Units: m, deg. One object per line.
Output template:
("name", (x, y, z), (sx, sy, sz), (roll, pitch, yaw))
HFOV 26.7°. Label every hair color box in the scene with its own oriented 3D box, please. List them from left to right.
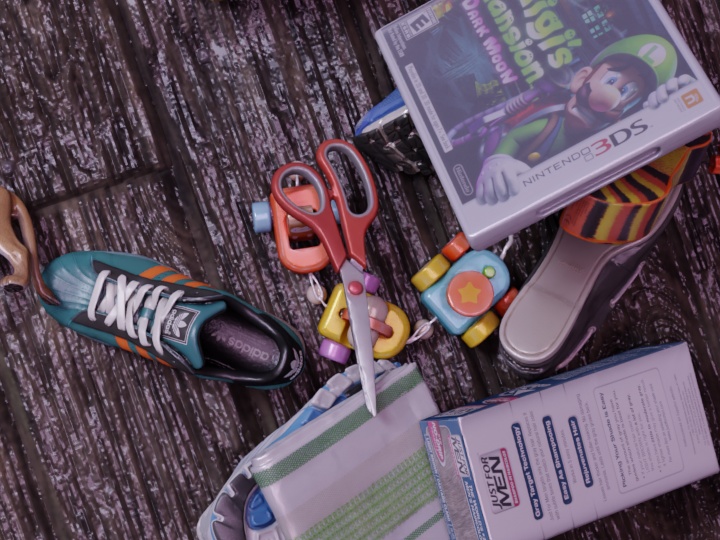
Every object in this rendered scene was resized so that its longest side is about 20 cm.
("hair color box", (0.148, 0.123, 1.067), (0.199, 0.060, 0.100), (-15, 90, -27))

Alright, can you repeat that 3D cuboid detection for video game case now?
("video game case", (0.120, -0.132, 1.013), (0.181, 0.023, 0.200), (-28, 54, 8))

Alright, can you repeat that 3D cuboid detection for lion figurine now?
("lion figurine", (-0.304, -0.036, 1.060), (0.199, 0.073, 0.123), (9, 59, -14))

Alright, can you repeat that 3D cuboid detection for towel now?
("towel", (0.020, 0.182, 1.045), (0.149, 0.031, 0.200), (-30, 101, -30))

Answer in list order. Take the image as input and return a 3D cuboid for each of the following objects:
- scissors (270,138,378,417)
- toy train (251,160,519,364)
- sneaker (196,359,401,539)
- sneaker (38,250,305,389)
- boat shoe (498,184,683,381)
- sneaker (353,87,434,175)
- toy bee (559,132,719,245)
("scissors", (0.000, 0.000, 1.055), (0.073, 0.014, 0.200), (-18, 72, -19))
("toy train", (0.024, -0.009, 1.096), (0.199, 0.056, 0.151), (-3, 88, -5))
("sneaker", (-0.041, 0.131, 1.079), (0.200, 0.087, 0.075), (-35, 94, -29))
("sneaker", (-0.132, 0.032, 1.066), (0.199, 0.080, 0.072), (17, 86, -1))
("boat shoe", (0.168, -0.004, 1.113), (0.067, 0.057, 0.200), (33, 74, 22))
("sneaker", (0.082, -0.145, 1.104), (0.200, 0.079, 0.089), (-32, 48, 6))
("toy bee", (0.206, -0.087, 1.047), (0.108, 0.131, 0.200), (18, 62, 3))
